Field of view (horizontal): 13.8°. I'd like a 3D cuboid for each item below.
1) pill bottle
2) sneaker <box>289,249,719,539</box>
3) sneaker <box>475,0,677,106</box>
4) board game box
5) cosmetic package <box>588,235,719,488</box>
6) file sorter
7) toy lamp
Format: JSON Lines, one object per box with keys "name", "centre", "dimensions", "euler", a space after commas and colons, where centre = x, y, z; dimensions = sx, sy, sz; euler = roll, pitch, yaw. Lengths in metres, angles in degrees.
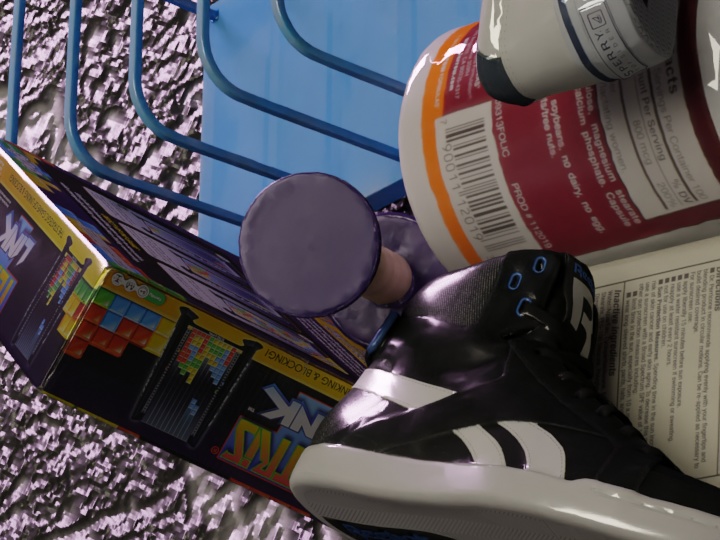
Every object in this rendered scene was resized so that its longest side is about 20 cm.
{"name": "pill bottle", "centre": [0.122, -0.059, 1.089], "dimensions": [0.200, 0.114, 0.115], "euler": [-15, 60, 39]}
{"name": "sneaker", "centre": [0.072, 0.046, 1.006], "dimensions": [0.199, 0.073, 0.112], "euler": [9, 63, 40]}
{"name": "sneaker", "centre": [0.073, -0.136, 1.060], "dimensions": [0.071, 0.073, 0.200], "euler": [-17, 35, 24]}
{"name": "board game box", "centre": [-0.068, 0.026, 1.157], "dimensions": [0.057, 0.165, 0.200], "euler": [-59, 25, 5]}
{"name": "cosmetic package", "centre": [0.132, 0.047, 1.054], "dimensions": [0.200, 0.073, 0.104], "euler": [-12, 62, 40]}
{"name": "file sorter", "centre": [-0.045, -0.100, 1.243], "dimensions": [0.200, 0.122, 0.139], "euler": [-26, 54, 46]}
{"name": "toy lamp", "centre": [0.000, 0.000, 1.129], "dimensions": [0.058, 0.200, 0.058], "euler": [-1, 84, 13]}
